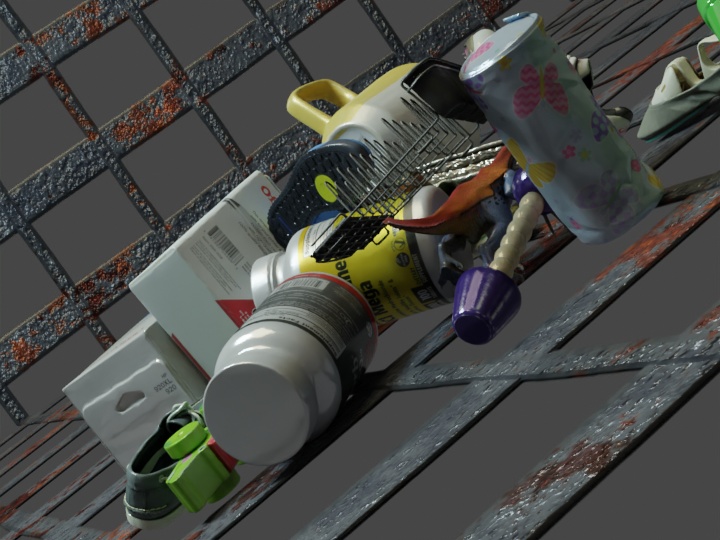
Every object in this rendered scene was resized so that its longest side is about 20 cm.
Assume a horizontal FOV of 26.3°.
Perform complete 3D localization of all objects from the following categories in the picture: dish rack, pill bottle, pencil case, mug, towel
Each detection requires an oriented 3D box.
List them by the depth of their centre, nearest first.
[{"bbox_3d":[0.169,-0.116,1.284,0.091,0.200,0.083,-44,16,-12],"label":"pencil case"},{"bbox_3d":[0.027,-0.089,1.329,0.200,0.055,0.153,-47,-13,15],"label":"dish rack"},{"bbox_3d":[-0.062,0.086,1.360,0.116,0.116,0.200,-32,9,24],"label":"pill bottle"},{"bbox_3d":[0.000,0.000,1.483,0.199,0.113,0.112,-18,13,21],"label":"pill bottle"},{"bbox_3d":[0.162,-0.114,1.624,0.199,0.035,0.132,-16,-9,28],"label":"towel"},{"bbox_3d":[0.018,-0.139,1.708,0.186,0.150,0.153,-2,17,32],"label":"mug"}]

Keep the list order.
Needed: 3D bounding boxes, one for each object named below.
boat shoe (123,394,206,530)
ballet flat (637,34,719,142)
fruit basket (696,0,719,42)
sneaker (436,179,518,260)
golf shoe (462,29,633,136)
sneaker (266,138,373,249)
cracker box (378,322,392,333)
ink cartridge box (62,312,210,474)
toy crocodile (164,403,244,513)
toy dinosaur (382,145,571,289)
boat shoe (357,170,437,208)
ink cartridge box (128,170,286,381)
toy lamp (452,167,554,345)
[{"bbox_3d":[-0.157,0.158,1.450,0.072,0.062,0.200,10,37,25],"label":"boat shoe"},{"bbox_3d":[0.334,-0.189,1.496,0.200,0.064,0.067,-28,11,49],"label":"ballet flat"},{"bbox_3d":[0.381,-0.214,1.194,0.215,0.156,0.216,-37,24,19],"label":"fruit basket"},{"bbox_3d":[0.109,-0.059,1.597,0.077,0.089,0.200,-38,7,-19],"label":"sneaker"},{"bbox_3d":[0.172,-0.165,1.415,0.092,0.200,0.073,-45,-35,10],"label":"golf shoe"},{"bbox_3d":[-0.026,-0.087,1.533,0.078,0.066,0.200,-34,-6,-32],"label":"sneaker"},{"bbox_3d":[0.007,0.024,1.662,0.134,0.058,0.200,-38,7,-17],"label":"cracker box"},{"bbox_3d":[-0.183,0.108,1.643,0.147,0.145,0.200,-34,7,35],"label":"ink cartridge box"},{"bbox_3d":[-0.120,0.152,1.394,0.062,0.068,0.200,-31,8,26],"label":"toy crocodile"},{"bbox_3d":[0.127,-0.070,1.404,0.104,0.200,0.182,-12,52,34],"label":"toy dinosaur"},{"bbox_3d":[0.028,-0.058,1.601,0.072,0.068,0.200,-42,9,-30],"label":"boat shoe"},{"bbox_3d":[-0.124,0.007,1.593,0.084,0.145,0.200,-35,8,35],"label":"ink cartridge box"},{"bbox_3d":[0.123,-0.014,1.294,0.058,0.058,0.200,-29,22,39],"label":"toy lamp"}]
